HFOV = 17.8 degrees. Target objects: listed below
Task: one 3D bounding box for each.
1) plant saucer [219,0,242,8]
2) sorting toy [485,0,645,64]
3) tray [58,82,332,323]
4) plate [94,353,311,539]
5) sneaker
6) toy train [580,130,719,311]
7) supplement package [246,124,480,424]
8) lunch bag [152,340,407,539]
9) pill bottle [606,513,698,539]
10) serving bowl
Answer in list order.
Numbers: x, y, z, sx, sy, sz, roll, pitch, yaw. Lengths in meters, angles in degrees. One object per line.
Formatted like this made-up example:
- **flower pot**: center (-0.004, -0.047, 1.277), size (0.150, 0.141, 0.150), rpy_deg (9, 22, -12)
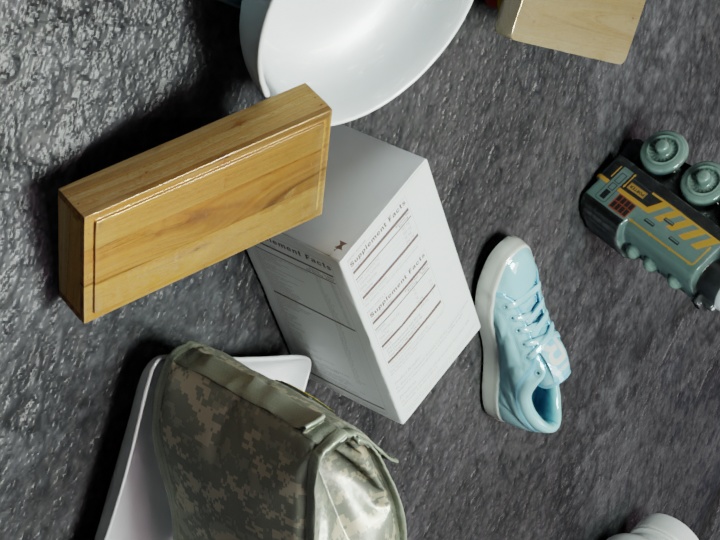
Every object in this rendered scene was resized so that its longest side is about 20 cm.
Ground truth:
- **plant saucer**: center (-0.086, -0.217, 1.560), size (0.199, 0.019, 0.070), rpy_deg (13, 99, -58)
- **sorting toy**: center (0.172, -0.281, 1.860), size (0.199, 0.069, 0.200), rpy_deg (3, 107, -57)
- **tray**: center (-0.110, -0.045, 1.549), size (0.199, 0.037, 0.099), rpy_deg (-27, 144, -29)
- **plate**: center (-0.128, 0.153, 1.713), size (0.199, 0.032, 0.202), rpy_deg (3, 106, -56)
- **sneaker**: center (0.154, 0.059, 2.033), size (0.074, 0.081, 0.201), rpy_deg (-43, 141, -35)
- **toy train**: center (0.294, -0.042, 2.086), size (0.114, 0.200, 0.085), rpy_deg (-43, 146, -9)
- **supplement package**: center (0.000, 0.000, 1.733), size (0.110, 0.113, 0.201), rpy_deg (-50, 145, -24)
- **lunch bag**: center (-0.057, 0.150, 1.633), size (0.117, 0.163, 0.201), rpy_deg (-37, 137, -32)
- **pill bottle**: center (0.268, 0.341, 2.353), size (0.200, 0.111, 0.113), rpy_deg (-44, 141, -34)
- **serving bowl**: center (-0.008, -0.200, 1.587), size (0.199, 0.066, 0.201), rpy_deg (-30, 146, -23)
